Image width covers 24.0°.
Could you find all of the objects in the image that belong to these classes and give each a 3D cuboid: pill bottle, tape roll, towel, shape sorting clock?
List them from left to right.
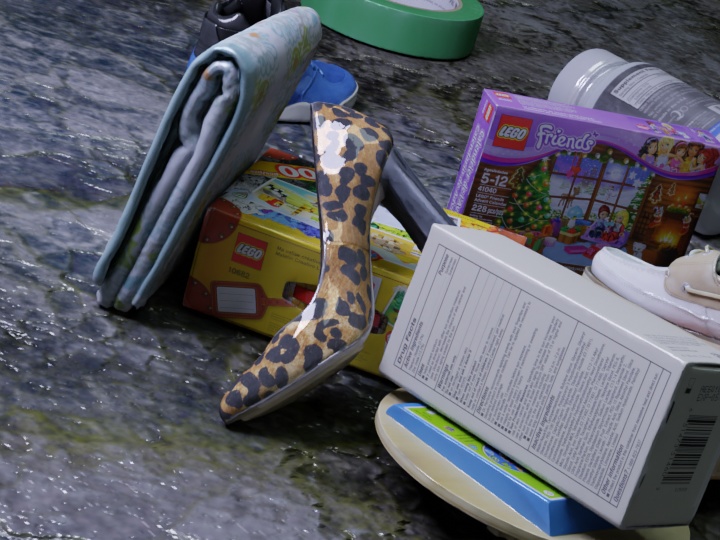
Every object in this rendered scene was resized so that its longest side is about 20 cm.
[{"bbox_3d":[-0.103,-0.079,1.127,0.048,0.200,0.171,32,23,1],"label":"towel"},{"bbox_3d":[0.035,-0.293,1.871,0.200,0.048,0.200,14,24,-6],"label":"tape roll"},{"bbox_3d":[0.102,0.122,1.010,0.200,0.039,0.200,18,13,-4],"label":"shape sorting clock"},{"bbox_3d":[0.275,-0.126,1.580,0.114,0.114,0.200,-7,32,-42],"label":"pill bottle"}]

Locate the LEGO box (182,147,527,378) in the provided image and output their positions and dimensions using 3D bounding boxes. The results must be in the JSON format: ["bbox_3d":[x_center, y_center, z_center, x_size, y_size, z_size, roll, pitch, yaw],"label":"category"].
[{"bbox_3d":[0.000,0.000,1.166,0.200,0.077,0.149,19,23,6],"label":"LEGO box"}]

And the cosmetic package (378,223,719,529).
[{"bbox_3d":[0.113,0.058,0.978,0.073,0.104,0.200,7,19,-45],"label":"cosmetic package"}]

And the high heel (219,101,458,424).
[{"bbox_3d":[-0.041,-0.007,1.046,0.200,0.071,0.143,-38,86,-21],"label":"high heel"}]

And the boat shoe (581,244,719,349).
[{"bbox_3d":[0.237,0.019,1.117,0.200,0.068,0.075,28,16,39],"label":"boat shoe"}]

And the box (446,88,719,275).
[{"bbox_3d":[0.172,-0.059,1.335,0.200,0.137,0.039,8,25,-18],"label":"box"}]

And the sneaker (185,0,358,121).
[{"bbox_3d":[-0.068,-0.196,1.510,0.200,0.111,0.077,-7,33,-43],"label":"sneaker"}]

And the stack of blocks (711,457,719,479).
[{"bbox_3d":[0.200,0.083,1.087,0.200,0.059,0.115,7,17,-42],"label":"stack of blocks"}]
